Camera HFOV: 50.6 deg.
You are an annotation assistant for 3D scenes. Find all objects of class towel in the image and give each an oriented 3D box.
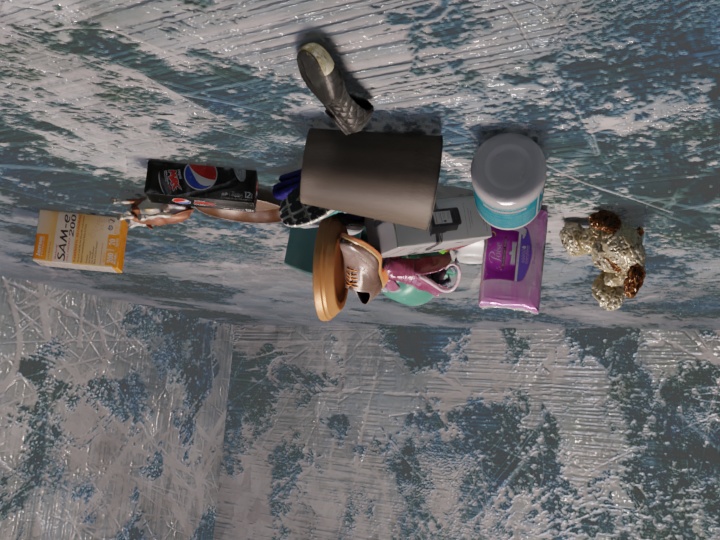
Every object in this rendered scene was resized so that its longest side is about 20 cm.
[{"bbox_3d":[-0.044,-0.146,1.389,0.198,0.050,0.147,12,163,-38],"label":"towel"}]

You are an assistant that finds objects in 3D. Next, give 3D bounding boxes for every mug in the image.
[{"bbox_3d":[0.117,-0.011,1.786,0.185,0.153,0.114,-39,147,22],"label":"mug"}]

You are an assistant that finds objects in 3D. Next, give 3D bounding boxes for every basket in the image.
[{"bbox_3d":[0.014,-0.143,1.149,0.197,0.138,0.180,8,166,1],"label":"basket"}]

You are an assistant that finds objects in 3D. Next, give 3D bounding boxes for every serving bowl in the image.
[{"bbox_3d":[0.248,-0.055,1.690,0.197,0.067,0.200,4,170,1],"label":"serving bowl"}]

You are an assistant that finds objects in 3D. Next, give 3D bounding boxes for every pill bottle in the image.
[{"bbox_3d":[0.229,-0.128,1.178,0.109,0.112,0.200,2,169,11],"label":"pill bottle"}]

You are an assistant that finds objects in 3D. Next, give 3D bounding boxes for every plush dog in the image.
[{"bbox_3d":[0.502,-0.037,1.482,0.159,0.202,0.172,-30,175,5],"label":"plush dog"}]

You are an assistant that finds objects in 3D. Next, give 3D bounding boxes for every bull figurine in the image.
[{"bbox_3d":[-0.441,-0.124,1.590,0.198,0.066,0.121,-6,177,35],"label":"bull figurine"}]

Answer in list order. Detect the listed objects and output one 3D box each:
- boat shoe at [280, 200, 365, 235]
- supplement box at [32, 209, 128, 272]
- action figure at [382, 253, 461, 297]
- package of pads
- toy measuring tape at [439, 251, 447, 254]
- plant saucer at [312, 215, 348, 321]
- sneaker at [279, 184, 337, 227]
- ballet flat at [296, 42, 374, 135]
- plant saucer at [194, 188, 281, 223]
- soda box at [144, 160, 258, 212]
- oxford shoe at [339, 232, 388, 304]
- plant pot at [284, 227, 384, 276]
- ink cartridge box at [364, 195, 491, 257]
[{"bbox_3d":[-0.065,-0.118,1.510,0.198,0.070,0.056,9,153,-37],"label":"boat shoe"},{"bbox_3d":[-0.671,-0.070,1.835,0.197,0.128,0.074,5,171,-7],"label":"supplement box"},{"bbox_3d":[0.105,0.010,1.653,0.197,0.136,0.149,8,-162,-7],"label":"action figure"},{"bbox_3d":[0.297,-0.020,1.487,0.119,0.203,0.076,5,175,15],"label":"package of pads"},{"bbox_3d":[0.113,-0.093,1.583,0.199,0.074,0.073,30,158,-29],"label":"toy measuring tape"},{"bbox_3d":[-0.050,-0.005,1.440,0.037,0.203,0.200,2,169,11],"label":"plant saucer"},{"bbox_3d":[-0.040,-0.116,1.281,0.198,0.078,0.080,-21,154,7],"label":"sneaker"},{"bbox_3d":[-0.031,-0.231,0.947,0.067,0.057,0.200,46,-179,18],"label":"ballet flat"},{"bbox_3d":[-0.238,-0.136,1.550,0.197,0.035,0.200,5,170,1],"label":"plant saucer"},{"bbox_3d":[-0.288,-0.153,1.395,0.197,0.064,0.071,5,169,-4],"label":"soda box"},{"bbox_3d":[0.000,0.000,1.435,0.071,0.073,0.200,21,160,30],"label":"oxford shoe"},{"bbox_3d":[-0.062,-0.041,1.724,0.198,0.143,0.141,7,172,27],"label":"plant pot"},{"bbox_3d":[0.123,-0.080,1.439,0.197,0.085,0.145,-8,175,-20],"label":"ink cartridge box"}]
